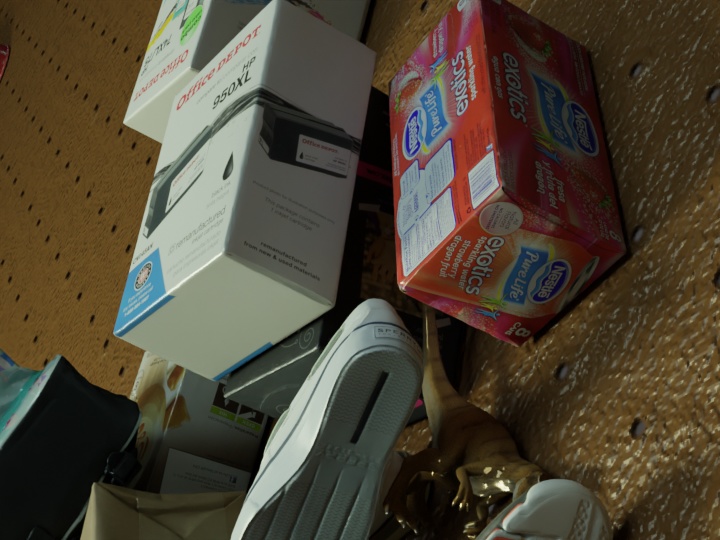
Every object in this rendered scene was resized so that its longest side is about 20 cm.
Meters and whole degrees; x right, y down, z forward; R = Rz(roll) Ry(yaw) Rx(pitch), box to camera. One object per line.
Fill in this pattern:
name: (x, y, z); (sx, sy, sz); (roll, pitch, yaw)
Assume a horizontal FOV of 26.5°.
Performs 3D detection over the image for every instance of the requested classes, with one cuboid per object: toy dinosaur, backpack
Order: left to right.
backpack: (-0.246, 0.158, 1.103); (0.178, 0.150, 0.200); (-59, -2, -19)
toy dinosaur: (0.057, 0.099, 0.891); (0.106, 0.060, 0.200); (-47, 37, 7)

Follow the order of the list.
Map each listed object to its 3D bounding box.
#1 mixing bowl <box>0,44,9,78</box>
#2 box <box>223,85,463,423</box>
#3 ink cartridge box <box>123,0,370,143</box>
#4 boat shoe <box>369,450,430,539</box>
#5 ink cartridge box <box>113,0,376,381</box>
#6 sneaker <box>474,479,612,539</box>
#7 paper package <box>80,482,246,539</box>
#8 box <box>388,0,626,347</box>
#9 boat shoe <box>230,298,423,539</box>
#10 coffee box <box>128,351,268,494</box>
mixing bowl: (-0.749, -0.354, 2.850); (0.200, 0.108, 0.201); (-45, 32, 38)
box: (0.000, 0.000, 1.020); (0.122, 0.106, 0.201); (-30, 41, 51)
ink cartridge box: (-0.095, -0.205, 1.355); (0.147, 0.146, 0.201); (-26, 45, 54)
boat shoe: (-0.040, 0.173, 0.981); (0.200, 0.068, 0.075); (-50, 28, 30)
ink cartridge box: (-0.073, -0.051, 0.983); (0.145, 0.084, 0.201); (-33, 38, 47)
sneaker: (0.053, 0.183, 0.785); (0.200, 0.077, 0.082); (-59, 19, 11)
paper package: (-0.133, 0.264, 0.956); (0.191, 0.103, 0.200); (-102, 23, -44)
box: (0.084, -0.068, 0.930); (0.100, 0.095, 0.200); (-46, 30, 34)
boat shoe: (-0.017, 0.108, 0.881); (0.200, 0.073, 0.067); (-59, 16, 23)
coffee box: (-0.143, 0.159, 1.186); (0.114, 0.080, 0.201); (-23, 47, 58)
